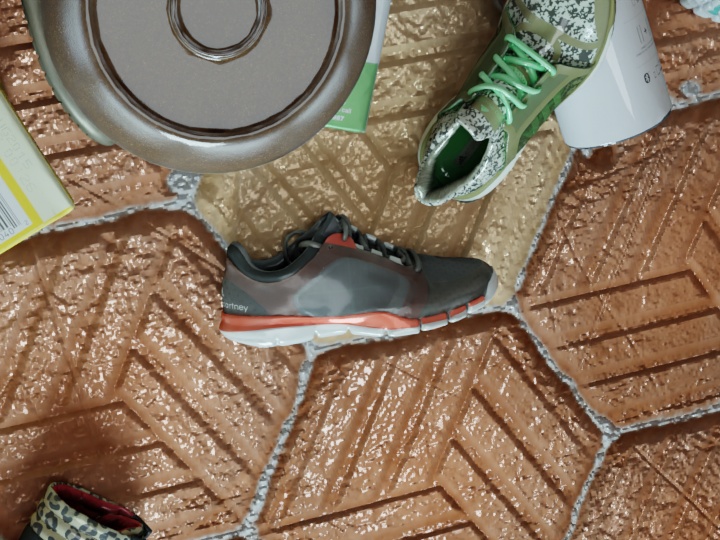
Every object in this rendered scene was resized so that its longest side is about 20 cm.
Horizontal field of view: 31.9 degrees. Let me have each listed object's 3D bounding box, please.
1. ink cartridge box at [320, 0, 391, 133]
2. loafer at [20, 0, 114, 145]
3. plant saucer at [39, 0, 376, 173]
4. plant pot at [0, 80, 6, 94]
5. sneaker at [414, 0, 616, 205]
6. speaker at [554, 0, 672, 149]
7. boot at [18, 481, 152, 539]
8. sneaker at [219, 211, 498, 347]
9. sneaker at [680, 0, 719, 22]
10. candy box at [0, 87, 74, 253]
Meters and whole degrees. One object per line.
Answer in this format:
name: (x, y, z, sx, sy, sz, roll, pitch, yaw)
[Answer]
ink cartridge box: (-0.054, -0.200, 0.785, 0.144, 0.084, 0.202, 7, 103, -17)
loafer: (-0.173, -0.175, 0.764, 0.067, 0.076, 0.201, -19, 109, -3)
plant saucer: (-0.084, -0.153, 0.730, 0.198, 0.032, 0.202, -3, 106, -12)
plant pot: (-0.295, -0.057, 0.703, 0.199, 0.189, 0.203, -4, 105, -14)
sneaker: (0.095, -0.112, 0.809, 0.077, 0.089, 0.201, 33, 122, 4)
speaker: (0.146, -0.189, 0.847, 0.081, 0.081, 0.201, -25, 110, -8)
boot: (-0.179, 0.254, 0.883, 0.203, 0.073, 0.154, 34, 91, -22)
sneaker: (0.000, 0.000, 0.863, 0.198, 0.077, 0.083, -7, 100, -14)
sneaker: (0.308, -0.219, 0.899, 0.198, 0.077, 0.092, 7, 87, -21)
candy box: (-0.250, -0.022, 0.609, 0.199, 0.026, 0.103, -32, 108, -6)
